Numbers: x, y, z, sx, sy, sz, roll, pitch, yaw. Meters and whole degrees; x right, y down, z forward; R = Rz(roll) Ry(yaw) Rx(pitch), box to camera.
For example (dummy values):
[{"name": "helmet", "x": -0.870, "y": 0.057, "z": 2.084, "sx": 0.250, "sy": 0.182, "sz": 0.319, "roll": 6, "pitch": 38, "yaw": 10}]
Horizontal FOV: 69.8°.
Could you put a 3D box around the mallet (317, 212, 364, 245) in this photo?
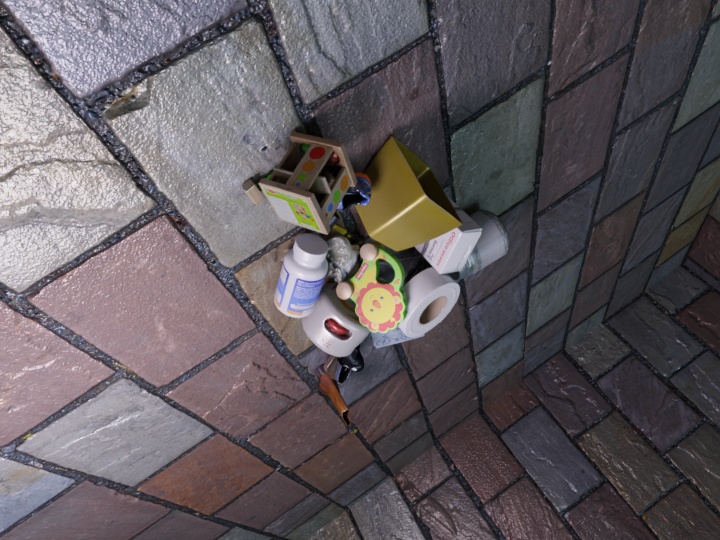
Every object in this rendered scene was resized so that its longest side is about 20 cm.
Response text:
[{"name": "mallet", "x": -0.053, "y": -0.094, "z": 1.325, "sx": 0.066, "sy": 0.041, "sz": 0.200, "roll": -40, "pitch": 150, "yaw": 7}]

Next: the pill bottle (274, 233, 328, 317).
[{"name": "pill bottle", "x": -0.144, "y": 0.011, "z": 1.291, "sx": 0.111, "sy": 0.112, "sz": 0.201, "roll": -9, "pitch": 136, "yaw": -35}]

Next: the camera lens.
[{"name": "camera lens", "x": 0.342, "y": -0.080, "z": 1.584, "sx": 0.199, "sy": 0.160, "sz": 0.161, "roll": -30, "pitch": 145, "yaw": -12}]

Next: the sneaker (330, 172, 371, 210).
[{"name": "sneaker", "x": -0.065, "y": -0.172, "z": 1.162, "sx": 0.197, "sy": 0.079, "sz": 0.076, "roll": -12, "pitch": 134, "yaw": -9}]

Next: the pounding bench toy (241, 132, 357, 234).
[{"name": "pounding bench toy", "x": -0.130, "y": -0.196, "z": 1.069, "sx": 0.157, "sy": 0.198, "sz": 0.125, "roll": -62, "pitch": 154, "yaw": -21}]

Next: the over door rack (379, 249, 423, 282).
[{"name": "over door rack", "x": 0.112, "y": 0.023, "z": 1.577, "sx": 0.198, "sy": 0.067, "sz": 0.149, "roll": -17, "pitch": 141, "yaw": -28}]

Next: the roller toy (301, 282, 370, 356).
[{"name": "roller toy", "x": -0.068, "y": 0.141, "z": 1.443, "sx": 0.199, "sy": 0.183, "sz": 0.140, "roll": 13, "pitch": 124, "yaw": -48}]

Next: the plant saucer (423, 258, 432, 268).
[{"name": "plant saucer", "x": 0.208, "y": 0.018, "z": 1.560, "sx": 0.036, "sy": 0.202, "sz": 0.202, "roll": 15, "pitch": 130, "yaw": -2}]

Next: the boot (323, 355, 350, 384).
[{"name": "boot", "x": -0.037, "y": 0.274, "z": 1.676, "sx": 0.074, "sy": 0.097, "sz": 0.201, "roll": 26, "pitch": 99, "yaw": -35}]

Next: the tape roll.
[{"name": "tape roll", "x": 0.179, "y": 0.088, "z": 1.420, "sx": 0.201, "sy": 0.071, "sz": 0.204, "roll": -30, "pitch": 146, "yaw": -22}]

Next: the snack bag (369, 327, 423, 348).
[{"name": "snack bag", "x": 0.121, "y": 0.201, "z": 1.772, "sx": 0.186, "sy": 0.022, "sz": 0.201, "roll": -14, "pitch": 147, "yaw": 4}]

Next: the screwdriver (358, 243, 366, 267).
[{"name": "screwdriver", "x": 0.000, "y": 0.000, "z": 1.485, "sx": 0.029, "sy": 0.028, "sz": 0.201, "roll": 5, "pitch": 135, "yaw": -5}]

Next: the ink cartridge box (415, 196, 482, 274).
[{"name": "ink cartridge box", "x": 0.213, "y": -0.111, "z": 1.396, "sx": 0.083, "sy": 0.200, "sz": 0.147, "roll": -9, "pitch": 136, "yaw": -35}]

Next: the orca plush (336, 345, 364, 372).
[{"name": "orca plush", "x": -0.026, "y": 0.231, "z": 1.603, "sx": 0.105, "sy": 0.071, "sz": 0.203, "roll": -22, "pitch": 103, "yaw": -41}]

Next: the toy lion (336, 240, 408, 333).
[{"name": "toy lion", "x": 0.048, "y": 0.053, "z": 1.345, "sx": 0.201, "sy": 0.191, "sz": 0.069, "roll": -58, "pitch": 166, "yaw": 20}]

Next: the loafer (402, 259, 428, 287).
[{"name": "loafer", "x": 0.138, "y": 0.055, "z": 1.523, "sx": 0.072, "sy": 0.062, "sz": 0.202, "roll": 136, "pitch": -22, "yaw": -84}]

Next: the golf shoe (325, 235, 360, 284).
[{"name": "golf shoe", "x": -0.042, "y": -0.049, "z": 1.344, "sx": 0.097, "sy": 0.078, "sz": 0.200, "roll": -43, "pitch": 168, "yaw": -22}]

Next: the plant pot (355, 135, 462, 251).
[{"name": "plant pot", "x": 0.097, "y": -0.165, "z": 1.255, "sx": 0.176, "sy": 0.202, "sz": 0.199, "roll": -36, "pitch": 148, "yaw": 22}]

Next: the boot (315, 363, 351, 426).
[{"name": "boot", "x": -0.076, "y": 0.438, "z": 1.760, "sx": 0.068, "sy": 0.201, "sz": 0.189, "roll": -23, "pitch": 143, "yaw": -19}]
